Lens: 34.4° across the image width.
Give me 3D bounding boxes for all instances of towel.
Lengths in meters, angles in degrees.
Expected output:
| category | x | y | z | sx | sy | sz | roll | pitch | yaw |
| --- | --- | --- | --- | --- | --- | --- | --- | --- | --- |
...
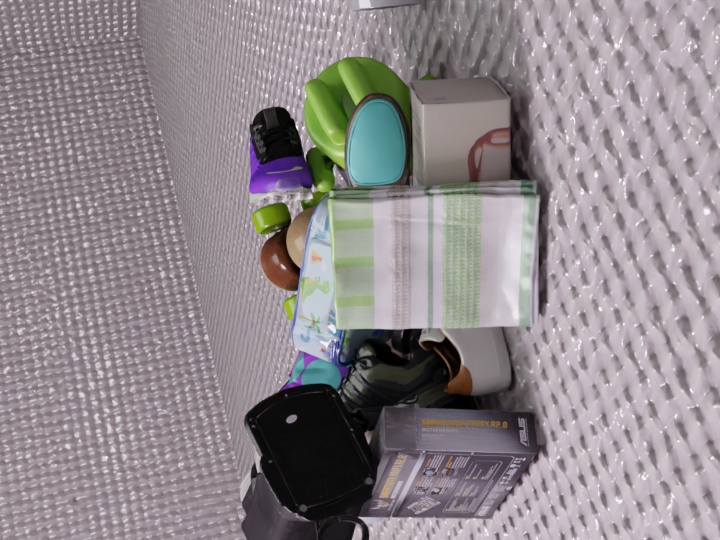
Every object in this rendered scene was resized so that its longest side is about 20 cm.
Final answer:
| category | x | y | z | sx | sy | sz | roll | pitch | yaw |
| --- | --- | --- | --- | --- | --- | --- | --- | --- | --- |
| towel | 0.071 | -0.010 | 1.102 | 0.031 | 0.199 | 0.150 | -89 | -3 | -69 |

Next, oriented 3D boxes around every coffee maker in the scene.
| category | x | y | z | sx | sy | sz | roll | pitch | yaw |
| --- | --- | --- | --- | --- | --- | --- | --- | --- | --- |
| coffee maker | -0.060 | 0.248 | 1.227 | 0.200 | 0.134 | 0.193 | 104 | 165 | -55 |

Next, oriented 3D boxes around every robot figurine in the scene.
| category | x | y | z | sx | sy | sz | roll | pitch | yaw |
| --- | --- | --- | --- | --- | --- | --- | --- | --- | --- |
| robot figurine | 0.011 | -0.162 | 1.285 | 0.116 | 0.175 | 0.200 | 61 | -169 | 19 |

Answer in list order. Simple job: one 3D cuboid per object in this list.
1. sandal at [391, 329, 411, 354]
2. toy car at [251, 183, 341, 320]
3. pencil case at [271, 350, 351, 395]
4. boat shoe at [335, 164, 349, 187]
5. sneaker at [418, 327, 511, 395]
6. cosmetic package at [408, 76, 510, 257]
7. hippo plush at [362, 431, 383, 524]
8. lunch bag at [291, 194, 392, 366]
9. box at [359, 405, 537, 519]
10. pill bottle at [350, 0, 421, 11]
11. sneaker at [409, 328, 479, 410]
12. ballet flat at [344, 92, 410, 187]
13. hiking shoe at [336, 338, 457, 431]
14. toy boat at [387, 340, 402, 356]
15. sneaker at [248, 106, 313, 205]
| category | x | y | z | sx | sy | sz | roll | pitch | yaw |
| --- | --- | --- | --- | --- | --- | --- | --- | --- | --- |
| sandal | 0.077 | 0.010 | 1.359 | 0.048 | 0.075 | 0.201 | 20 | 124 | 26 |
| toy car | -0.043 | -0.043 | 1.599 | 0.165 | 0.157 | 0.200 | 69 | 155 | 8 |
| pencil case | -0.046 | 0.103 | 1.499 | 0.200 | 0.092 | 0.085 | -70 | 19 | -4 |
| boat shoe | -0.005 | -0.181 | 1.443 | 0.063 | 0.073 | 0.200 | 39 | -143 | -47 |
| sneaker | 0.098 | 0.036 | 1.246 | 0.073 | 0.084 | 0.201 | 115 | 144 | -67 |
| cosmetic package | 0.098 | -0.081 | 1.145 | 0.103 | 0.087 | 0.201 | -101 | 7 | -66 |
| hippo plush | 0.003 | 0.219 | 1.450 | 0.161 | 0.159 | 0.200 | -50 | 37 | 11 |
| lunch bag | 0.000 | 0.000 | 1.355 | 0.082 | 0.161 | 0.201 | 20 | 112 | 25 |
| box | 0.085 | 0.209 | 1.243 | 0.200 | 0.158 | 0.048 | 105 | 166 | -57 |
| pill bottle | 0.017 | -0.382 | 1.238 | 0.112 | 0.112 | 0.201 | -152 | 55 | -71 |
| sneaker | 0.106 | 0.139 | 1.354 | 0.083 | 0.072 | 0.201 | -38 | -59 | -75 |
| ballet flat | 0.020 | -0.091 | 1.190 | 0.068 | 0.068 | 0.201 | -80 | -12 | -65 |
| hiking shoe | 0.009 | 0.130 | 1.316 | 0.076 | 0.200 | 0.101 | 1 | -106 | -68 |
| toy boat | -0.011 | 0.156 | 1.602 | 0.131 | 0.130 | 0.201 | -145 | 48 | -75 |
| sneaker | -0.096 | -0.131 | 1.297 | 0.200 | 0.069 | 0.100 | -126 | 29 | -76 |
